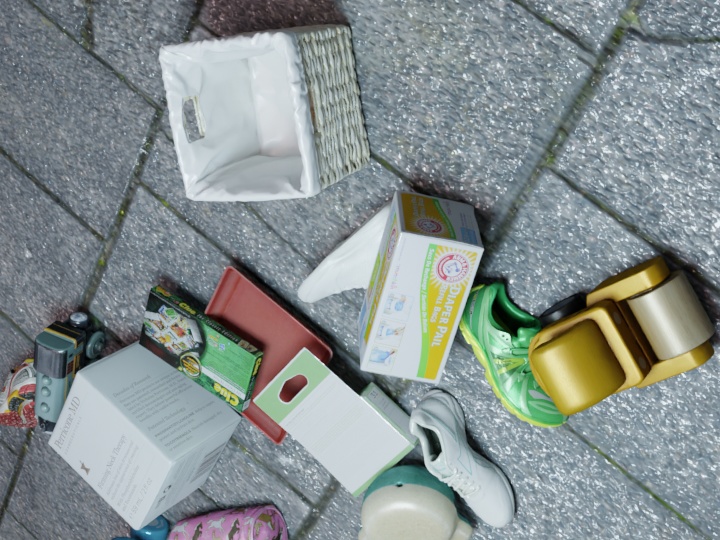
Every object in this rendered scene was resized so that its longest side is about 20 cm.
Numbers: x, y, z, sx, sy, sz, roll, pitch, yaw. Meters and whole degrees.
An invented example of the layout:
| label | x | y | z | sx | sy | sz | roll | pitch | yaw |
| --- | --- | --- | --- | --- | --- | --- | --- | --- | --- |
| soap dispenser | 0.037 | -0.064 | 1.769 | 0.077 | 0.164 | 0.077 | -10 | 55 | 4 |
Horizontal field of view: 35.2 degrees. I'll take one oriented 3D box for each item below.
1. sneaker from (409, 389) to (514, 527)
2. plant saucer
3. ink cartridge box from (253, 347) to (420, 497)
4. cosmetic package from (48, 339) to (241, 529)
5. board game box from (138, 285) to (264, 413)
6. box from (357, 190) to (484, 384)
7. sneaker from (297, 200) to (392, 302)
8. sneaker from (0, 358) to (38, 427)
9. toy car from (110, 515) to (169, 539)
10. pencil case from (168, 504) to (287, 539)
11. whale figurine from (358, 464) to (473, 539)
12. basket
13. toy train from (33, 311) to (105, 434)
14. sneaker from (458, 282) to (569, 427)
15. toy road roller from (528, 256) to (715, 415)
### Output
| label | x | y | z | sx | sy | sz | roll | pitch | yaw |
| --- | --- | --- | --- | --- | --- | --- | --- | --- | --- |
| sneaker | 0.125 | 0.257 | 1.478 | 0.070 | 0.080 | 0.200 | -35 | 90 | 35 |
| plant saucer | -0.142 | 0.118 | 1.621 | 0.200 | 0.037 | 0.200 | 39 | 124 | 14 |
| ink cartridge box | -0.031 | 0.201 | 1.558 | 0.200 | 0.048 | 0.146 | 44 | 126 | 1 |
| cosmetic package | -0.324 | 0.240 | 1.705 | 0.200 | 0.166 | 0.168 | 40 | 125 | 15 |
| board game box | -0.233 | 0.113 | 1.641 | 0.200 | 0.023 | 0.105 | 31 | 120 | 20 |
| box | 0.069 | 0.021 | 1.380 | 0.101 | 0.113 | 0.200 | 11 | 119 | -9 |
| sneaker | 0.000 | 0.000 | 1.467 | 0.089 | 0.075 | 0.200 | 46 | 126 | -6 |
| sneaker | -0.570 | 0.211 | 1.918 | 0.200 | 0.078 | 0.082 | -37 | 46 | 47 |
| toy car | -0.312 | 0.525 | 1.820 | 0.200 | 0.177 | 0.185 | 19 | 107 | 12 |
| pencil case | -0.205 | 0.414 | 1.749 | 0.200 | 0.083 | 0.087 | -19 | 97 | 35 |
| whale figurine | 0.076 | 0.346 | 1.545 | 0.159 | 0.104 | 0.200 | -8 | 128 | 14 |
| basket | -0.112 | -0.199 | 1.400 | 0.200 | 0.161 | 0.199 | 2 | 109 | 33 |
| toy train | -0.468 | 0.164 | 1.795 | 0.085 | 0.114 | 0.200 | 22 | 119 | 15 |
| sneaker | 0.192 | 0.103 | 1.377 | 0.084 | 0.074 | 0.200 | -37 | 86 | 41 |
| toy road roller | 0.279 | 0.086 | 1.269 | 0.200 | 0.146 | 0.123 | -29 | 92 | 37 |
